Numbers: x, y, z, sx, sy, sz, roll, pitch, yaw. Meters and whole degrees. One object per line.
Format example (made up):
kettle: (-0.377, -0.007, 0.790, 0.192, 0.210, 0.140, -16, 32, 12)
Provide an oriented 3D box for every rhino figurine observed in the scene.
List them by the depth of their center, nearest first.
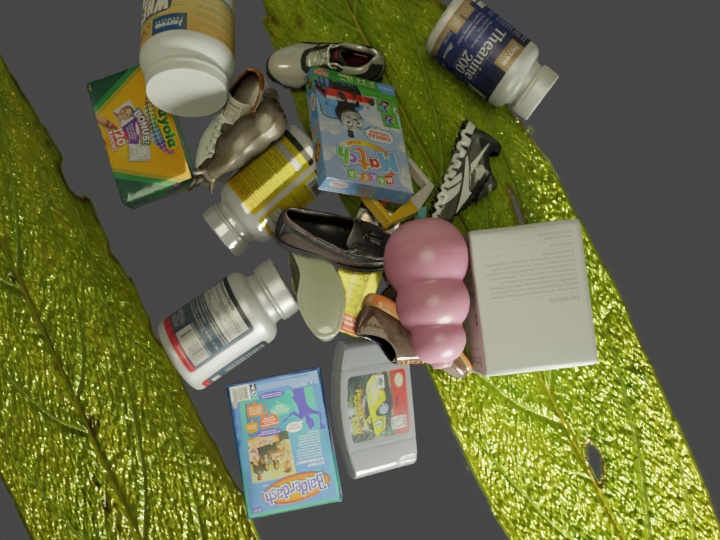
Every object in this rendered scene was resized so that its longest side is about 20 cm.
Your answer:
rhino figurine: (-0.188, -0.185, 1.100, 0.199, 0.088, 0.060, -40, 121, 5)

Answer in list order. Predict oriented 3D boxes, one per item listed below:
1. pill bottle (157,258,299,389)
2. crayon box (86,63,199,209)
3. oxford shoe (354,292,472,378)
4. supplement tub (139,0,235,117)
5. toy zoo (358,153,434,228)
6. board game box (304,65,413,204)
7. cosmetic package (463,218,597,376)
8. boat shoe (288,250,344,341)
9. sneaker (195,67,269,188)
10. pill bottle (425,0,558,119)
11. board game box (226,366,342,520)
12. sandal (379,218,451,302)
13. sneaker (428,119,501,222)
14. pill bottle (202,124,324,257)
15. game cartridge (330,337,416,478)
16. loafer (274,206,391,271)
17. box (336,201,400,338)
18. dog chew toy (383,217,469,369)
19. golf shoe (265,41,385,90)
pill bottle: (-0.194, 0.076, 1.114, 0.198, 0.120, 0.121, -33, 86, -3)
crayon box: (-0.344, -0.214, 1.169, 0.116, 0.058, 0.205, -19, 85, -1)
oxford shoe: (0.076, 0.116, 1.094, 0.197, 0.071, 0.074, 32, 67, -9)
supplement tub: (-0.261, -0.355, 1.118, 0.140, 0.145, 0.205, -4, 69, 0)
toy zoo: (0.034, -0.151, 1.143, 0.201, 0.020, 0.131, 50, 49, 2)
board game box: (-0.003, -0.205, 1.112, 0.148, 0.037, 0.205, 7, 61, -29)
cosmetic package: (0.239, 0.043, 1.090, 0.162, 0.167, 0.206, -6, 84, 0)
boat shoe: (-0.068, 0.020, 1.111, 0.070, 0.061, 0.206, -12, 60, -9)
sneaker: (-0.210, -0.230, 1.158, 0.071, 0.085, 0.204, 24, 87, 1)
pill bottle: (0.208, -0.331, 1.150, 0.199, 0.111, 0.112, 39, 86, 3)
board game box: (-0.117, 0.264, 1.135, 0.148, 0.045, 0.206, -10, 85, -1)
sandal: (0.089, 0.016, 1.126, 0.081, 0.055, 0.202, 34, 95, -38)
sneaker: (0.167, -0.130, 1.156, 0.089, 0.066, 0.204, 21, 84, 3)
pill bottle: (-0.142, -0.119, 1.134, 0.199, 0.112, 0.113, -41, 86, -3)
game cartridge: (0.018, 0.202, 1.109, 0.130, 0.041, 0.206, -6, 90, -28)
loafer: (-0.029, -0.049, 1.085, 0.194, 0.063, 0.073, 10, 56, -7)
box: (0.000, 0.000, 1.154, 0.074, 0.050, 0.205, 21, 86, 1)
dog chew toy: (0.100, 0.034, 1.028, 0.121, 0.125, 0.206, -9, 80, -1)
golf shoe: (-0.057, -0.335, 1.165, 0.194, 0.088, 0.080, -1, 86, 1)
